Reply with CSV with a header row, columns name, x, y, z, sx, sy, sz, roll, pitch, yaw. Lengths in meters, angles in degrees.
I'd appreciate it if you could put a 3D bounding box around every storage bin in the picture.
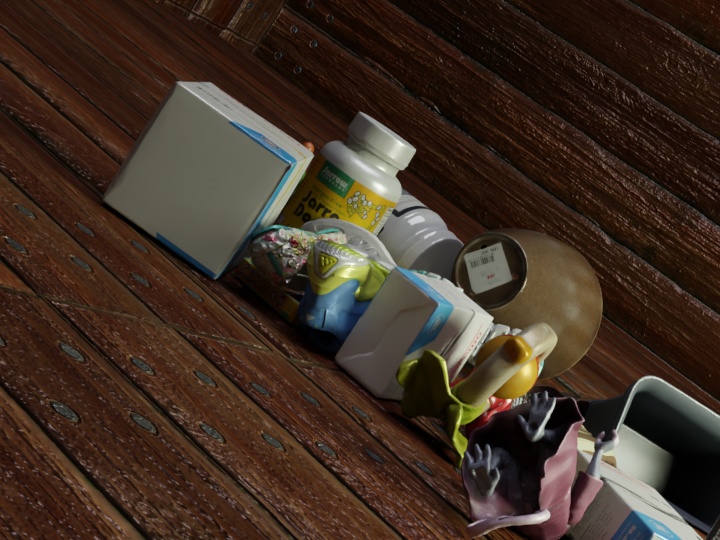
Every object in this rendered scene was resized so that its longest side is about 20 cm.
name,x,y,z,sx,sy,sz,roll,pitch,yaw
storage bin,0.340,0.229,1.808,0.199,0.147,0.134,31,-19,-15

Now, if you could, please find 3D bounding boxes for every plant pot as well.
name,x,y,z,sx,sy,sz,roll,pitch,yaw
plant pot,0.183,0.024,1.911,0.186,0.188,0.200,37,1,25

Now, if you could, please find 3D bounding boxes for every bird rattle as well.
name,x,y,z,sx,sy,sz,roll,pitch,yaw
bird rattle,0.135,0.116,1.556,0.113,0.163,0.199,56,25,19

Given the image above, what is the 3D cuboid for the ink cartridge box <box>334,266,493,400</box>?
name,x,y,z,sx,sy,sz,roll,pitch,yaw
ink cartridge box,0.066,0.072,1.632,0.066,0.117,0.200,37,9,24

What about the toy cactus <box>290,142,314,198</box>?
name,x,y,z,sx,sy,sz,roll,pitch,yaw
toy cactus,-0.054,-0.088,2.204,0.200,0.102,0.165,37,13,-51

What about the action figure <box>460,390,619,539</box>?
name,x,y,z,sx,sy,sz,roll,pitch,yaw
action figure,0.163,0.194,1.373,0.201,0.132,0.150,64,19,-52

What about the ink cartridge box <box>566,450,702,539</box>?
name,x,y,z,sx,sy,sz,roll,pitch,yaw
ink cartridge box,0.252,0.243,1.495,0.115,0.067,0.200,28,10,-28

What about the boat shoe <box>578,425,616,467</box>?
name,x,y,z,sx,sy,sz,roll,pitch,yaw
boat shoe,0.212,0.179,1.640,0.202,0.074,0.076,31,33,-63

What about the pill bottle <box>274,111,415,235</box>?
name,x,y,z,sx,sy,sz,roll,pitch,yaw
pill bottle,-0.020,-0.081,1.867,0.112,0.201,0.113,33,8,-5

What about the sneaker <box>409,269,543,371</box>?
name,x,y,z,sx,sy,sz,roll,pitch,yaw
sneaker,0.115,0.075,1.813,0.199,0.078,0.091,36,-13,6

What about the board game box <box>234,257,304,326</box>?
name,x,y,z,sx,sy,sz,roll,pitch,yaw
board game box,-0.046,0.039,1.702,0.095,0.030,0.199,39,7,32

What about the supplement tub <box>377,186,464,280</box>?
name,x,y,z,sx,sy,sz,roll,pitch,yaw
supplement tub,0.026,-0.041,2.024,0.200,0.141,0.140,40,10,34

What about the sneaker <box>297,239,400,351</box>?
name,x,y,z,sx,sy,sz,roll,pitch,yaw
sneaker,-0.018,0.029,1.615,0.075,0.106,0.200,24,3,24

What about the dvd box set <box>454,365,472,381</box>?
name,x,y,z,sx,sy,sz,roll,pitch,yaw
dvd box set,0.079,0.088,1.885,0.199,0.030,0.146,27,11,-44

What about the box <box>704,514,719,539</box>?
name,x,y,z,sx,sy,sz,roll,pitch,yaw
box,0.451,0.313,1.697,0.114,0.133,0.199,34,7,32

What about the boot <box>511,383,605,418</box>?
name,x,y,z,sx,sy,sz,roll,pitch,yaw
boot,0.206,0.171,1.869,0.198,0.076,0.096,14,-5,-41

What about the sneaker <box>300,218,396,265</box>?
name,x,y,z,sx,sy,sz,roll,pitch,yaw
sneaker,0.000,0.000,1.753,0.199,0.075,0.082,36,9,29

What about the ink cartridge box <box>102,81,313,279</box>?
name,x,y,z,sx,sy,sz,roll,pitch,yaw
ink cartridge box,-0.154,-0.099,1.646,0.146,0.145,0.200,34,8,1

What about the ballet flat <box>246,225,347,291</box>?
name,x,y,z,sx,sy,sz,roll,pitch,yaw
ballet flat,-0.061,-0.007,1.651,0.065,0.075,0.200,65,21,10
